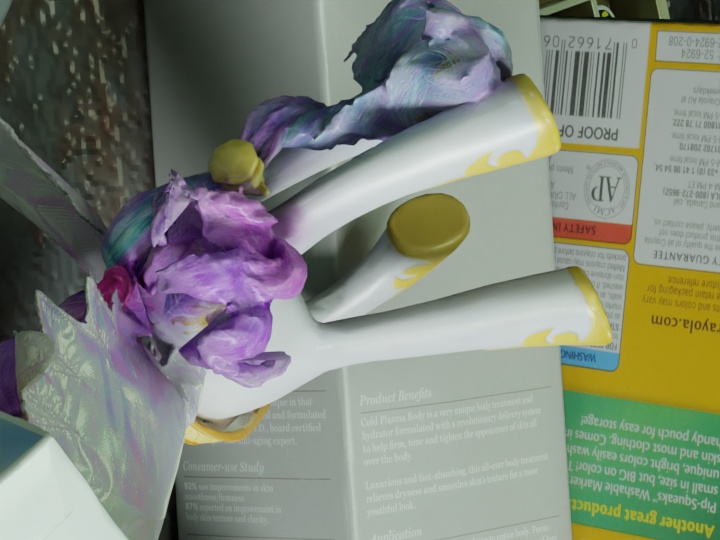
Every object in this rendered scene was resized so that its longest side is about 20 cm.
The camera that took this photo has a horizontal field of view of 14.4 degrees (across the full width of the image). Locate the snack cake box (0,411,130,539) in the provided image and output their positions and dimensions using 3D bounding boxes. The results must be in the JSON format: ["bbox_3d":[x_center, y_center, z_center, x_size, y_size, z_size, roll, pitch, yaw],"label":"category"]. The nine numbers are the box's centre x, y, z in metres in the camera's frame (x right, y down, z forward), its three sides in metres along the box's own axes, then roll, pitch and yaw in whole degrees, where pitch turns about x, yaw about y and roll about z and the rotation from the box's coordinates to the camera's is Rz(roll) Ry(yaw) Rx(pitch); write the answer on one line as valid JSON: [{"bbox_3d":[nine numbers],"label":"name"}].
[{"bbox_3d":[-0.112,0.081,0.679,0.067,0.200,0.115,-41,118,-21],"label":"snack cake box"}]

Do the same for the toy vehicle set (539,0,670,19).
[{"bbox_3d":[0.050,-0.119,0.984,0.124,0.026,0.200,-24,105,-43],"label":"toy vehicle set"}]

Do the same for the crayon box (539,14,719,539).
[{"bbox_3d":[0.091,0.020,0.915,0.052,0.126,0.200,4,92,-46],"label":"crayon box"}]

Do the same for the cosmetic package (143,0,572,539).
[{"bbox_3d":[0.000,0.000,0.888,0.107,0.090,0.200,-2,86,-46],"label":"cosmetic package"}]

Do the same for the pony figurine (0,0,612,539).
[{"bbox_3d":[-0.045,0.003,0.741,0.193,0.200,0.167,68,-4,-58],"label":"pony figurine"}]

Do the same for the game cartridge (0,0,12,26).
[{"bbox_3d":[-0.178,-0.101,0.744,0.200,0.040,0.133,41,64,-37],"label":"game cartridge"}]
